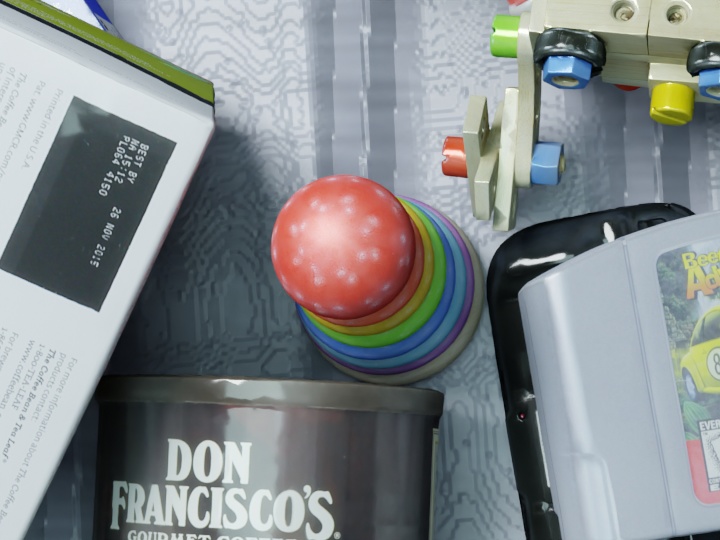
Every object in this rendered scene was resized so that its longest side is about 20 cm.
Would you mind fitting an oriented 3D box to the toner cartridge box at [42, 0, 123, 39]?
[{"bbox_3d":[-0.203,-0.064,0.969,0.200,0.043,0.095,-36,80,3],"label":"toner cartridge box"}]

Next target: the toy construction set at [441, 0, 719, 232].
[{"bbox_3d":[0.129,-0.077,0.880,0.200,0.131,0.092,-8,72,8],"label":"toy construction set"}]

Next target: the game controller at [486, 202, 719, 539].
[{"bbox_3d":[0.117,0.072,0.918,0.104,0.042,0.200,-12,82,21],"label":"game controller"}]

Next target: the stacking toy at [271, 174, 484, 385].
[{"bbox_3d":[0.000,0.000,0.854,0.085,0.200,0.085,-1,84,9],"label":"stacking toy"}]

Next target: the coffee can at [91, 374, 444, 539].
[{"bbox_3d":[-0.041,0.147,0.873,0.146,0.146,0.200,1,85,8],"label":"coffee can"}]

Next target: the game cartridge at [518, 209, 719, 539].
[{"bbox_3d":[0.171,0.039,0.882,0.200,0.041,0.133,-8,79,-10],"label":"game cartridge"}]

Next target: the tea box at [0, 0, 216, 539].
[{"bbox_3d":[-0.157,-0.007,0.847,0.134,0.197,0.200,25,96,-7],"label":"tea box"}]

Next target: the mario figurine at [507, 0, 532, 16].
[{"bbox_3d":[0.074,-0.171,0.938,0.200,0.106,0.124,18,123,20],"label":"mario figurine"}]
